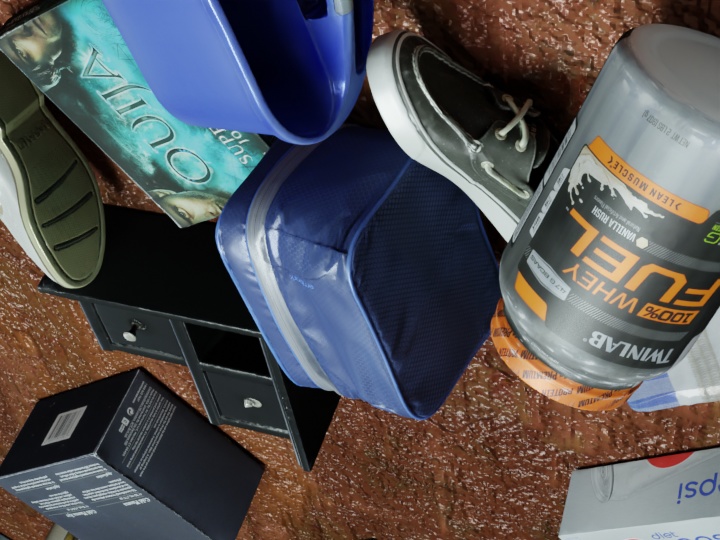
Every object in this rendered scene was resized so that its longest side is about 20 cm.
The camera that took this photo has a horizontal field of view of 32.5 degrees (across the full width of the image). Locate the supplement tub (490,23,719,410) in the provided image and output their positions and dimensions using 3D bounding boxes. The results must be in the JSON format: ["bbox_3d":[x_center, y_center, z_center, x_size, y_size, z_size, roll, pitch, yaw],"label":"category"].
[{"bbox_3d":[0.156,-0.024,0.690,0.122,0.123,0.200,23,124,-1],"label":"supplement tub"}]

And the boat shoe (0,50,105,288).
[{"bbox_3d":[-0.255,-0.079,0.915,0.068,0.075,0.200,-3,116,37],"label":"boat shoe"}]

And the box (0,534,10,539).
[{"bbox_3d":[-0.538,0.404,1.731,0.200,0.046,0.159,38,142,-21],"label":"box"}]

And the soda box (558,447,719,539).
[{"bbox_3d":[0.263,0.194,1.009,0.200,0.068,0.063,-19,129,44],"label":"soda box"}]

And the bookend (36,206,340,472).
[{"bbox_3d":[-0.131,0.057,1.022,0.199,0.092,0.199,11,143,17],"label":"bookend"}]

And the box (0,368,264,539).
[{"bbox_3d":[-0.237,0.209,1.267,0.200,0.104,0.182,-18,127,43],"label":"box"}]

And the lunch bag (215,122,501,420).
[{"bbox_3d":[0.000,0.000,0.834,0.132,0.136,0.200,14,141,36],"label":"lunch bag"}]

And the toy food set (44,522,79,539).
[{"bbox_3d":[-0.350,0.338,1.461,0.060,0.144,0.200,28,144,-7],"label":"toy food set"}]

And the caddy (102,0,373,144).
[{"bbox_3d":[-0.054,-0.161,0.659,0.105,0.142,0.200,7,143,28],"label":"caddy"}]

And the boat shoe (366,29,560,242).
[{"bbox_3d":[0.085,-0.081,0.754,0.064,0.071,0.200,-14,139,41],"label":"boat shoe"}]

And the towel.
[{"bbox_3d":[0.256,0.048,0.806,0.199,0.024,0.147,-10,149,20],"label":"towel"}]

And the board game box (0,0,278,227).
[{"bbox_3d":[-0.142,-0.115,0.859,0.135,0.028,0.200,-14,131,39],"label":"board game box"}]
